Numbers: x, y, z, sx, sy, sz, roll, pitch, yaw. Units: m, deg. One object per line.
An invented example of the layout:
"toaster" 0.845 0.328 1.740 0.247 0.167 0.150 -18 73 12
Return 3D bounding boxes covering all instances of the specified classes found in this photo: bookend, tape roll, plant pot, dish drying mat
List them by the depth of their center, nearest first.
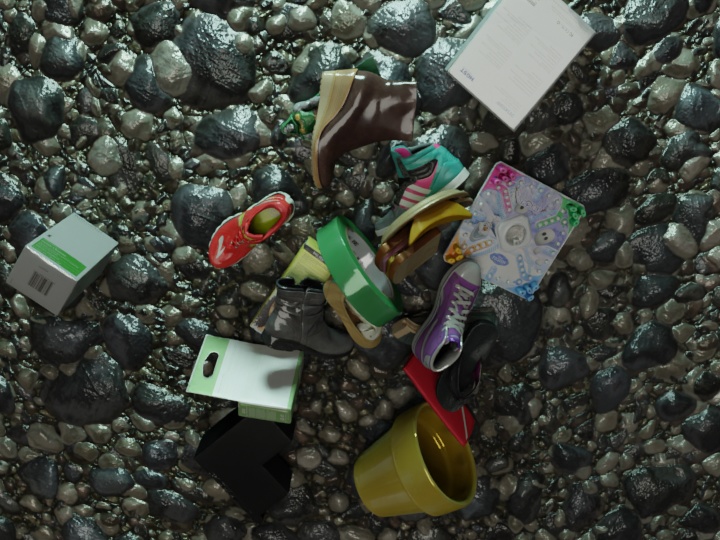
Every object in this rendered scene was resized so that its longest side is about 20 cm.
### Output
"tape roll" 0.000 0.000 1.313 0.048 0.201 0.202 -34 104 14
"plant pot" 0.094 0.381 1.448 0.187 0.201 0.202 -31 105 28
"dish drying mat" 0.155 0.240 1.450 0.018 0.077 0.201 -24 108 41
"bookend" -0.191 0.363 1.505 0.199 0.092 0.199 -39 104 13

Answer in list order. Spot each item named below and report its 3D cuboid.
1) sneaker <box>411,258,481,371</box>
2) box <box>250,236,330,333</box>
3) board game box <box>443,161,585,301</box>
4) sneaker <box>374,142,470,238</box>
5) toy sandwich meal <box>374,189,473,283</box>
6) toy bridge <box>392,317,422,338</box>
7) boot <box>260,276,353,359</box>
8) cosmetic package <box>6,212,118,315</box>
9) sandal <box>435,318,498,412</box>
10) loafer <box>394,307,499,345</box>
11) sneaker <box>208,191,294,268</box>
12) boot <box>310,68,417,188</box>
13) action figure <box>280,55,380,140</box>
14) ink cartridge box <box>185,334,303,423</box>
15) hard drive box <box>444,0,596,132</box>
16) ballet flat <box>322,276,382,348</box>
"sneaker" 0.167 0.083 1.302 0.072 0.114 0.204 23 95 -16
"box" -0.124 0.041 1.415 0.075 0.050 0.202 32 107 -8
"board game box" 0.276 -0.063 1.342 0.197 0.026 0.202 23 109 -18
"sneaker" 0.080 -0.154 1.319 0.199 0.084 0.121 -36 99 18
"toy sandwich meal" 0.114 -0.059 1.291 0.203 0.205 0.071 -35 75 14
"toy bridge" 0.142 0.145 1.399 0.067 0.028 0.199 -29 126 30
"boot" -0.077 0.086 1.379 0.197 0.070 0.134 9 113 -35
"cosmetic package" -0.526 -0.016 1.343 0.107 0.201 0.085 34 109 -11
"sandal" 0.193 0.183 1.379 0.074 0.048 0.204 12 117 -16
"loafer" 0.162 0.103 1.421 0.195 0.064 0.073 0 140 8
"sneaker" -0.206 -0.072 1.363 0.199 0.085 0.077 -38 102 15
"boot" 0.005 -0.226 1.250 0.162 0.072 0.205 9 106 2
"action figure" -0.049 -0.276 1.304 0.196 0.055 0.120 -18 109 14
"ink cartridge box" -0.214 0.203 1.423 0.195 0.147 0.049 8 132 1
"hard drive box" 0.258 -0.361 1.240 0.155 0.077 0.201 38 106 -9
"ballet flat" 0.000 0.085 1.372 0.062 0.069 0.200 9 151 41
